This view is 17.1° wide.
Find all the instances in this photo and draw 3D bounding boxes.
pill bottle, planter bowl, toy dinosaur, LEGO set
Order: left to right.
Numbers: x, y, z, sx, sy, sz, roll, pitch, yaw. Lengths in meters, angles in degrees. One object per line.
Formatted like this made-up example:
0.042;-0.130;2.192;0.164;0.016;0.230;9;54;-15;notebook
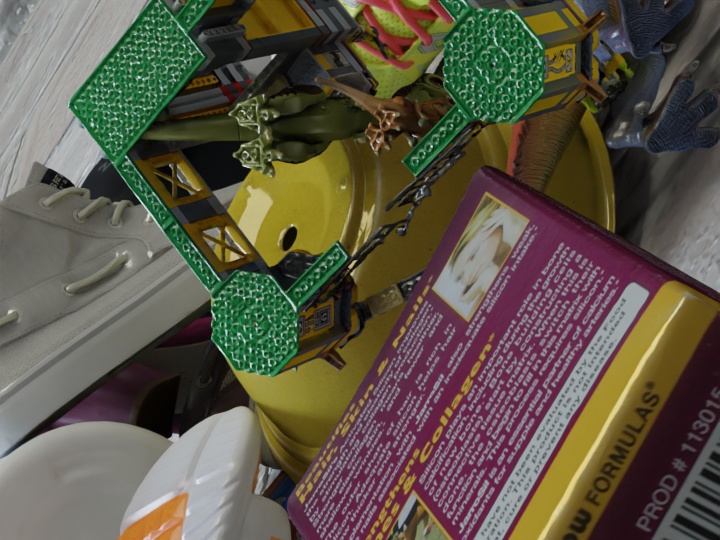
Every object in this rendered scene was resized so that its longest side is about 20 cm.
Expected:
-0.130;0.137;1.060;0.120;0.120;0.200;-67;10;-16;pill bottle
0.000;0.000;0.927;0.200;0.083;0.200;-32;47;42;planter bowl
0.006;-0.067;0.826;0.116;0.154;0.200;-20;-30;-56;LEGO set
0.064;-0.115;0.884;0.200;0.105;0.181;-42;38;-4;toy dinosaur

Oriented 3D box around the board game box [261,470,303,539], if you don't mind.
-0.076;0.180;1.086;0.200;0.019;0.103;-52;19;32;board game box

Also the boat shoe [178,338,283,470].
-0.036;0.011;1.109;0.200;0.065;0.072;-75;-20;-44;boat shoe

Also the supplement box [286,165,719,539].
0.068;0.062;0.673;0.131;0.103;0.200;-61;16;5;supplement box

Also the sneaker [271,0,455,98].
0.026;-0.138;1.074;0.200;0.078;0.090;-59;17;8;sneaker

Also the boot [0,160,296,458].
-0.106;-0.013;1.030;0.200;0.096;0.074;-36;-3;-19;boot

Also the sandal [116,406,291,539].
-0.061;0.155;0.906;0.079;0.059;0.207;-21;52;51;sandal

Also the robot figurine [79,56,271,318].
-0.084;-0.034;1.258;0.200;0.125;0.150;-62;13;-24;robot figurine

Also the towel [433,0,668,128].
0.079;-0.094;1.031;0.133;0.034;0.200;-58;15;10;towel

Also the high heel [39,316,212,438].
-0.107;0.045;1.146;0.200;0.096;0.067;0;-77;-71;high heel
